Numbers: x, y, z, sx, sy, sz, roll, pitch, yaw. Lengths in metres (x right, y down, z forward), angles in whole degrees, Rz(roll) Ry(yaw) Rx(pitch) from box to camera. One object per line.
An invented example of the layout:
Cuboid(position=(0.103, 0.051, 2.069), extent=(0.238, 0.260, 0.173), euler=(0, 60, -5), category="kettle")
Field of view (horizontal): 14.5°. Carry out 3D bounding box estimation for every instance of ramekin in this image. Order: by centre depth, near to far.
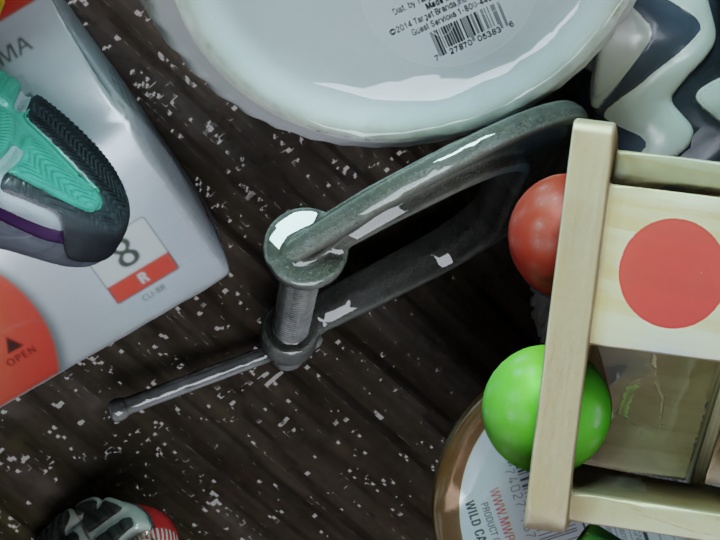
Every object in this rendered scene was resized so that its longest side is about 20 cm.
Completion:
Cuboid(position=(0.008, -0.135, 0.915), extent=(0.200, 0.105, 0.200), euler=(-6, 122, -9), category="ramekin")

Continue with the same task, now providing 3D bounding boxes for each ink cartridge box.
Cuboid(position=(-0.161, -0.038, 0.973), extent=(0.162, 0.050, 0.200), euler=(-30, 126, 6), category="ink cartridge box")

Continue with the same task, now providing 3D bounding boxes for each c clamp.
Cuboid(position=(0.000, 0.000, 0.980), extent=(0.171, 0.027, 0.200), euler=(-23, 168, -15), category="c clamp")

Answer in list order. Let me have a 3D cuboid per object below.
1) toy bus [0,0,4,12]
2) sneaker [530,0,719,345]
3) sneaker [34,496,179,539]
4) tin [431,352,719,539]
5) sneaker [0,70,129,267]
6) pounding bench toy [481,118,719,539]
Cuboid(position=(-0.190, -0.158, 0.849), extent=(0.192, 0.136, 0.200), euler=(10, 121, 5), category="toy bus")
Cuboid(position=(0.135, -0.021, 1.028), extent=(0.129, 0.080, 0.199), euler=(4, 110, -5), category="sneaker")
Cuboid(position=(-0.093, 0.166, 1.110), extent=(0.085, 0.077, 0.200), euler=(-2, 129, -24), category="sneaker")
Cuboid(position=(0.122, 0.071, 0.979), extent=(0.200, 0.042, 0.112), euler=(-18, 90, 4), category="tin")
Cuboid(position=(-0.176, -0.037, 0.931), extent=(0.200, 0.074, 0.088), euler=(27, 115, -1), category="sneaker")
Cuboid(position=(0.116, 0.062, 0.899), extent=(0.156, 0.124, 0.200), euler=(7, 88, 5), category="pounding bench toy")
